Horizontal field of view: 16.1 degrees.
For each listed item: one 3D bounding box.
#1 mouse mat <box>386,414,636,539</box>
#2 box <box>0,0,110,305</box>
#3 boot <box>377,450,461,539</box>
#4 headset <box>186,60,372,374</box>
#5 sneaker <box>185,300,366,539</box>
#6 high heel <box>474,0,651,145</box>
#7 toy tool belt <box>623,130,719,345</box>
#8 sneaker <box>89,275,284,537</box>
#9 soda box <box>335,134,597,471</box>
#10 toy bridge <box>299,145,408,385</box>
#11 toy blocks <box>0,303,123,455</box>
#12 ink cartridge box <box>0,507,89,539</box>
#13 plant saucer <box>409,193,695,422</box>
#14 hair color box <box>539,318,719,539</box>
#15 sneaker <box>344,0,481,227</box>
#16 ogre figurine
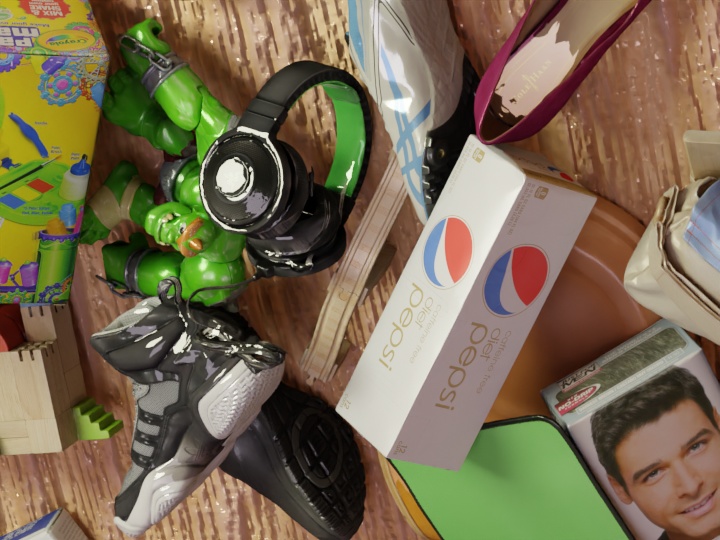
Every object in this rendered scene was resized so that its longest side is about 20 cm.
[{"bbox_3d":[0.116,0.177,1.652,0.160,0.008,0.200,-13,117,45],"label":"mouse mat"},{"bbox_3d":[-0.282,-0.090,1.653,0.199,0.122,0.193,1,124,-20],"label":"box"},{"bbox_3d":[0.116,0.155,1.716,0.144,0.071,0.202,-24,115,31],"label":"boot"},{"bbox_3d":[-0.044,-0.034,1.601,0.094,0.201,0.124,20,163,32],"label":"headset"},{"bbox_3d":[-0.075,0.113,1.774,0.200,0.076,0.091,51,131,-1],"label":"sneaker"},{"bbox_3d":[0.135,-0.157,1.520,0.067,0.096,0.200,31,124,3],"label":"high heel"},{"bbox_3d":[0.268,-0.002,1.539,0.199,0.125,0.123,26,132,6],"label":"toy tool belt"},{"bbox_3d":[-0.136,0.087,1.705,0.114,0.075,0.200,43,129,7],"label":"sneaker"},{"bbox_3d":[0.065,0.021,1.585,0.064,0.068,0.201,39,109,46],"label":"soda box"},{"bbox_3d":[0.000,0.000,1.677,0.027,0.067,0.201,27,123,5],"label":"toy bridge"},{"bbox_3d":[-0.279,0.061,1.816,0.199,0.100,0.138,-6,103,23],"label":"toy blocks"},{"bbox_3d":[-0.244,0.297,1.950,0.196,0.043,0.200,-26,108,30],"label":"ink cartridge box"},{"bbox_3d":[0.118,0.038,1.669,0.199,0.037,0.201,10,119,17],"label":"plant saucer"},{"bbox_3d":[0.205,0.140,1.636,0.099,0.061,0.201,-30,115,-2],"label":"hair color box"},{"bbox_3d":[0.031,-0.121,1.595,0.072,0.072,0.201,-1,107,47],"label":"sneaker"},{"bbox_3d":[-0.119,-0.057,1.682,0.120,0.098,0.201,27,108,26],"label":"ogre figurine"}]
